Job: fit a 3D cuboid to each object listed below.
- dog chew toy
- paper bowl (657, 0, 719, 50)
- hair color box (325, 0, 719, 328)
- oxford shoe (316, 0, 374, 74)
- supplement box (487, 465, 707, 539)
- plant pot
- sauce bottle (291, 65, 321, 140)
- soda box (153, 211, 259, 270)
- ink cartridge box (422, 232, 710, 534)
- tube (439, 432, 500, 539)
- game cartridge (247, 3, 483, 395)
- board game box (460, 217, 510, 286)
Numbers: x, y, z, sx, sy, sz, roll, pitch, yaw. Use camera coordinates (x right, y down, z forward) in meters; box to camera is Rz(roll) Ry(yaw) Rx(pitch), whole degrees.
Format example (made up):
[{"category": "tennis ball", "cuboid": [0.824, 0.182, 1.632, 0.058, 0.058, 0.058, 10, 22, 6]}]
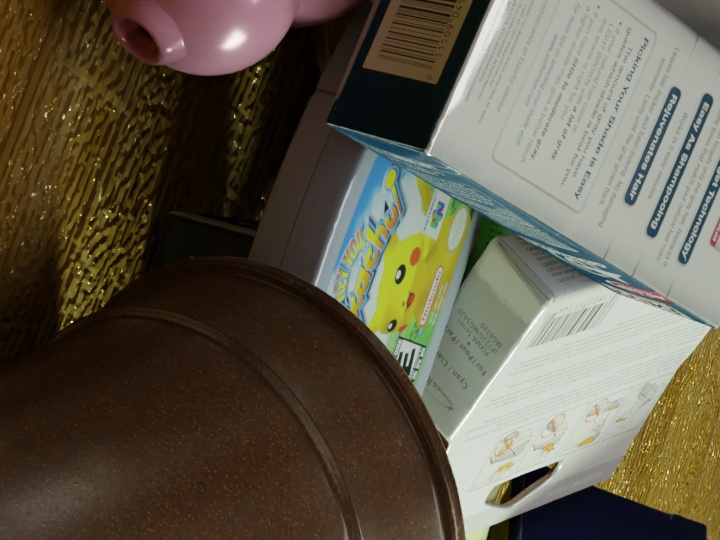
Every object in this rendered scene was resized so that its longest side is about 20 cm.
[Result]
[{"category": "dog chew toy", "cuboid": [-0.025, -0.152, 0.823, 0.200, 0.124, 0.125, -51, 146, -28]}, {"category": "paper bowl", "cuboid": [0.152, -0.114, 0.973, 0.201, 0.200, 0.105, 72, 28, -49]}, {"category": "hair color box", "cuboid": [0.086, -0.059, 0.840, 0.200, 0.060, 0.100, 28, 84, -44]}, {"category": "oxford shoe", "cuboid": [0.031, -0.174, 0.937, 0.071, 0.071, 0.201, 153, -54, -71]}, {"category": "supplement box", "cuboid": [0.096, 0.221, 1.138, 0.110, 0.109, 0.200, -78, -170, -60]}, {"category": "plant pot", "cuboid": [-0.098, 0.110, 0.738, 0.198, 0.200, 0.201, -16, 118, -53]}, {"category": "sauce bottle", "cuboid": [-0.004, -0.046, 0.980, 0.201, 0.066, 0.066, -69, 154, -14]}, {"category": "soda box", "cuboid": [-0.063, 0.079, 0.915, 0.063, 0.071, 0.201, 5, 99, -66]}, {"category": "ink cartridge box", "cuboid": [0.093, 0.047, 1.016, 0.200, 0.045, 0.176, -13, 143, -48]}, {"category": "tube", "cuboid": [0.034, 0.151, 1.063, 0.058, 0.052, 0.201, -97, -159, -70]}, {"category": "game cartridge", "cuboid": [0.000, 0.000, 0.868, 0.133, 0.040, 0.201, 21, 87, -60]}, {"category": "board game box", "cuboid": [0.052, 0.003, 1.141, 0.200, 0.047, 0.102, 17, 87, -65]}]
